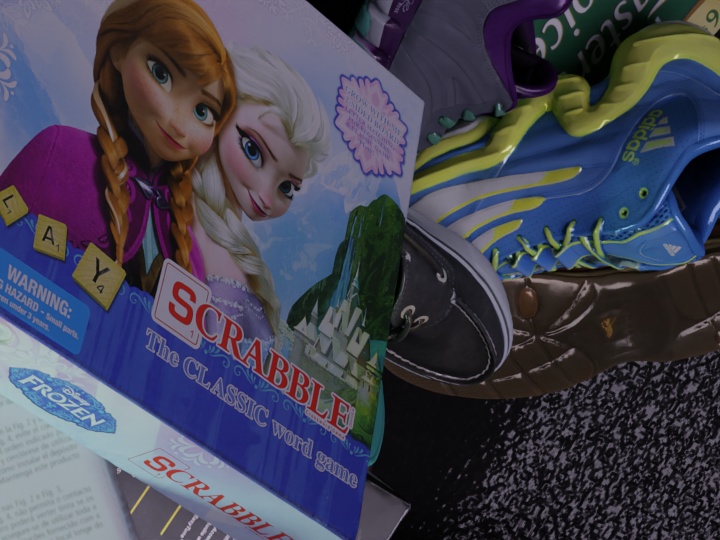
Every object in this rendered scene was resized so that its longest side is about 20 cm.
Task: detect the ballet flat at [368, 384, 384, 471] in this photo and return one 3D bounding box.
[{"bbox_3d":[-0.026,0.087,0.959,0.068,0.200,0.068,-26,117,12],"label":"ballet flat"}]

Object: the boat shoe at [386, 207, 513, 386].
[{"bbox_3d":[0.000,0.000,0.912,0.069,0.057,0.200,-29,132,22],"label":"boat shoe"}]

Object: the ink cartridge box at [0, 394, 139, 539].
[{"bbox_3d":[-0.174,0.051,0.729,0.162,0.057,0.201,-19,84,-7],"label":"ink cartridge box"}]

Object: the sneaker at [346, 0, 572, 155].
[{"bbox_3d":[0.029,-0.072,0.913,0.075,0.087,0.200,-61,180,-43],"label":"sneaker"}]

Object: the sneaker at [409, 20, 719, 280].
[{"bbox_3d":[0.091,-0.031,0.960,0.200,0.105,0.076,-36,131,6],"label":"sneaker"}]

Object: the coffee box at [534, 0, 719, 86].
[{"bbox_3d":[0.081,-0.142,0.985,0.123,0.044,0.200,-49,130,-1],"label":"coffee box"}]

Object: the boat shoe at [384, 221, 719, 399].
[{"bbox_3d":[0.099,0.012,1.064,0.199,0.068,0.072,-9,122,-10],"label":"boat shoe"}]

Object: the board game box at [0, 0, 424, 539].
[{"bbox_3d":[-0.065,-0.030,0.750,0.200,0.041,0.200,37,47,-35],"label":"board game box"}]

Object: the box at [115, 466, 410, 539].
[{"bbox_3d":[-0.101,0.123,0.799,0.160,0.049,0.200,36,85,-22],"label":"box"}]
